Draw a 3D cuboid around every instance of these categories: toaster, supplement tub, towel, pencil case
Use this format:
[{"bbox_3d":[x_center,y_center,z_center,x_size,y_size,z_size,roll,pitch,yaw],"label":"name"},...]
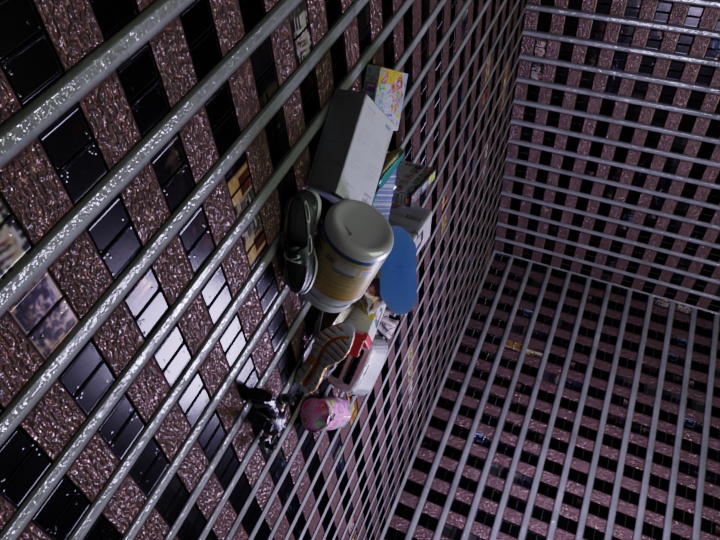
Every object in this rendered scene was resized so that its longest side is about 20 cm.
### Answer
[{"bbox_3d":[-0.014,0.247,1.684,0.203,0.112,0.129,-64,158,-1],"label":"toaster"},{"bbox_3d":[-0.033,-0.024,1.273,0.145,0.143,0.201,-53,176,-47],"label":"supplement tub"},{"bbox_3d":[0.009,-0.148,1.452,0.142,0.024,0.204,-4,114,-33],"label":"towel"},{"bbox_3d":[-0.084,0.363,1.618,0.200,0.086,0.089,35,72,-72],"label":"pencil case"}]

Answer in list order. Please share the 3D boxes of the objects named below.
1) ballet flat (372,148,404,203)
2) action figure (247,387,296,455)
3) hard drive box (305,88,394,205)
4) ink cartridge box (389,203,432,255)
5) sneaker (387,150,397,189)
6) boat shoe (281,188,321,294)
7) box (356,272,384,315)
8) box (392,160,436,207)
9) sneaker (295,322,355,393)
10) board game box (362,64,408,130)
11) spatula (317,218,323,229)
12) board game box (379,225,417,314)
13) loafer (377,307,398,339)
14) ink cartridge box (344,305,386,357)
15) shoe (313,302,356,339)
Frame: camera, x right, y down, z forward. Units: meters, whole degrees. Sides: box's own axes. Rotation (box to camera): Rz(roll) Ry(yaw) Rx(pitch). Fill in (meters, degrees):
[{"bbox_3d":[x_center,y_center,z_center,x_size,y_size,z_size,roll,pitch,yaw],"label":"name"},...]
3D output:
[{"bbox_3d":[0.020,-0.189,1.386,0.202,0.070,0.071,-59,162,5],"label":"ballet flat"},{"bbox_3d":[-0.181,0.305,1.309,0.201,0.068,0.133,73,28,-66],"label":"action figure"},{"bbox_3d":[-0.016,-0.236,1.296,0.155,0.075,0.204,26,81,-63],"label":"hard drive box"},{"bbox_3d":[0.084,-0.090,1.638,0.201,0.142,0.086,-52,152,-47],"label":"ink cartridge box"},{"bbox_3d":[0.040,-0.182,1.502,0.074,0.086,0.204,-106,-152,-73],"label":"sneaker"},{"bbox_3d":[-0.119,-0.050,1.197,0.060,0.074,0.205,-24,120,-63],"label":"boat shoe"},{"bbox_3d":[0.000,0.000,1.459,0.075,0.050,0.202,-35,122,-17],"label":"box"},{"bbox_3d":[0.116,-0.231,1.675,0.200,0.108,0.035,-48,150,-52],"label":"box"},{"bbox_3d":[-0.075,0.189,1.450,0.201,0.078,0.077,-50,170,23],"label":"sneaker"},{"bbox_3d":[0.053,-0.393,1.471,0.200,0.034,0.138,-30,133,-65],"label":"board game box"},{"bbox_3d":[-0.035,-0.057,1.372,0.199,0.020,0.057,38,85,-35],"label":"spatula"},{"bbox_3d":[0.074,0.001,1.476,0.157,0.038,0.205,9,77,-53],"label":"board game box"},{"bbox_3d":[0.038,0.108,1.703,0.071,0.073,0.200,-49,137,-3],"label":"loafer"},{"bbox_3d":[-0.013,0.112,1.567,0.067,0.114,0.203,66,44,-64],"label":"ink cartridge box"},{"bbox_3d":[-0.050,0.078,1.500,0.054,0.069,0.203,87,27,-63],"label":"shoe"}]
